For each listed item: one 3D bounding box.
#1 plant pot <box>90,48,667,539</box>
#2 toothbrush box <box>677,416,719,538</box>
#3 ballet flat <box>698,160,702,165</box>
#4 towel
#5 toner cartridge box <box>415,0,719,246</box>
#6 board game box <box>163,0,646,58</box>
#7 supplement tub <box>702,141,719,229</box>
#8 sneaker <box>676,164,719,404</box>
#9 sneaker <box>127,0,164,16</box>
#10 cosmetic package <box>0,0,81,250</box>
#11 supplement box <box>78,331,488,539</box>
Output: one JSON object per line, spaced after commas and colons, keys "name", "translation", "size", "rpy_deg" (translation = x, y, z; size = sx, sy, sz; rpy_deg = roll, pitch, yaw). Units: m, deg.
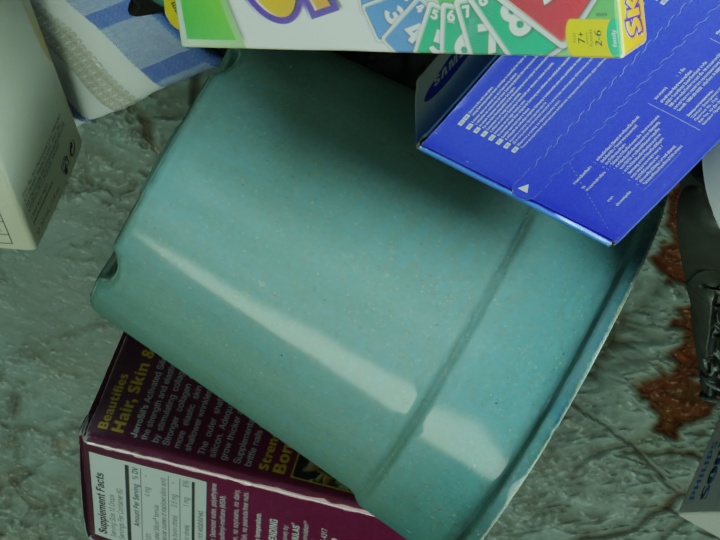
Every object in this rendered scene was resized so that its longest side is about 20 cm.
{"name": "plant pot", "translation": [0.000, 0.000, 1.094], "size": [0.196, 0.200, 0.200], "rpy_deg": [29, 143, -1]}
{"name": "toothbrush box", "translation": [0.259, 0.108, 1.136], "size": [0.146, 0.085, 0.200], "rpy_deg": [29, 166, -13]}
{"name": "ballet flat", "translation": [0.085, -0.075, 1.016], "size": [0.074, 0.074, 0.200], "rpy_deg": [-13, 145, 35]}
{"name": "towel", "translation": [-0.177, -0.111, 1.155], "size": [0.200, 0.024, 0.147], "rpy_deg": [-18, 131, 39]}
{"name": "toner cartridge box", "translation": [0.113, -0.101, 0.902], "size": [0.095, 0.043, 0.200], "rpy_deg": [27, 128, -21]}
{"name": "board game box", "translation": [0.003, -0.126, 0.890], "size": [0.200, 0.030, 0.096], "rpy_deg": [5, 113, 32]}
{"name": "supplement tub", "translation": [0.235, -0.068, 0.916], "size": [0.145, 0.145, 0.200], "rpy_deg": [31, 137, -17]}
{"name": "sneaker", "translation": [0.173, 0.016, 1.067], "size": [0.076, 0.091, 0.200], "rpy_deg": [8, 163, 21]}
{"name": "sneaker", "translation": [-0.130, -0.170, 1.016], "size": [0.080, 0.071, 0.200], "rpy_deg": [-23, 129, 37]}
{"name": "cosmetic package", "translation": [-0.202, -0.102, 1.096], "size": [0.105, 0.071, 0.200], "rpy_deg": [7, 142, 16]}
{"name": "supplement box", "translation": [-0.026, 0.084, 1.250], "size": [0.200, 0.131, 0.103], "rpy_deg": [15, 144, 7]}
